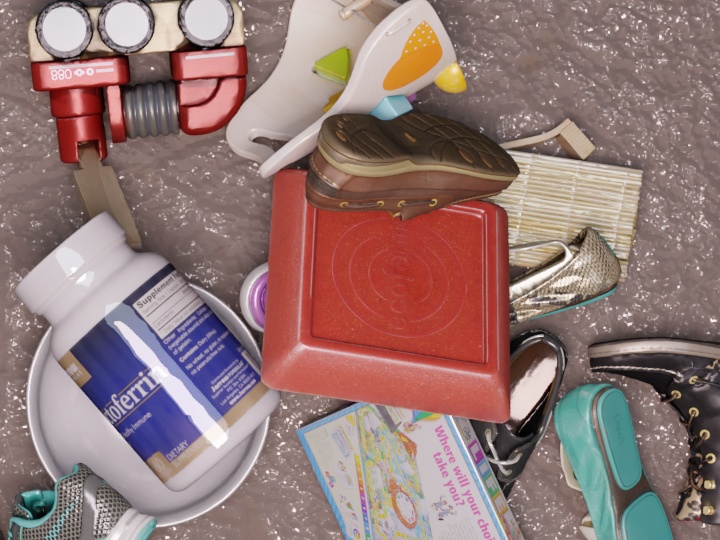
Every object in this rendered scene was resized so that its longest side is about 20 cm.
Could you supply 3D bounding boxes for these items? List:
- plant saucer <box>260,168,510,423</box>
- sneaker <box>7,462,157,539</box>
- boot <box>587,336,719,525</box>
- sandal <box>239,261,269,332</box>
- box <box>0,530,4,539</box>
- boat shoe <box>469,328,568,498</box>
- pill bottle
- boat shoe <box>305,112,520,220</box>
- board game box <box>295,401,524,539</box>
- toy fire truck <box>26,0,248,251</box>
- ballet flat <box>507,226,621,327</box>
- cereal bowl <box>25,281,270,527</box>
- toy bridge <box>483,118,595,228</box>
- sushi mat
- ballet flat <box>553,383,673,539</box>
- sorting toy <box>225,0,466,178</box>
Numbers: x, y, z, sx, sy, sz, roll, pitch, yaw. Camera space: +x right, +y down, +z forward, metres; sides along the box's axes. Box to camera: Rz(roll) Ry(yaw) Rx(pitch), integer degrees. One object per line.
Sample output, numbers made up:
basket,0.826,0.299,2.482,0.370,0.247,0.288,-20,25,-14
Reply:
plant saucer,0.027,0.010,1.438,0.198,0.037,0.201,9,57,-11
sneaker,-0.246,0.215,1.446,0.200,0.078,0.091,-37,96,32
boot,0.284,0.136,1.554,0.198,0.073,0.152,7,86,-11
sandal,0.002,0.007,1.489,0.201,0.050,0.083,-23,107,-14
box,-0.405,0.188,1.490,0.198,0.048,0.160,-19,89,-6
boat shoe,0.111,0.141,1.536,0.071,0.068,0.201,28,90,-5
pill bottle,-0.164,0.059,1.405,0.116,0.116,0.200,-41,91,-6
boat shoe,0.038,-0.077,1.433,0.199,0.072,0.068,0,131,-41
board game box,0.048,0.194,1.514,0.134,0.034,0.201,-24,91,23
toy fire truck,-0.176,-0.123,1.500,0.174,0.129,0.202,-5,100,-7
ballet flat,0.117,0.021,1.526,0.199,0.068,0.076,-28,108,9
cereal bowl,-0.171,0.105,1.500,0.198,0.083,0.202,0,88,-6
toy bridge,0.105,-0.061,1.563,0.200,0.027,0.067,-42,92,-6
sushi mat,0.137,-0.051,1.545,0.198,0.012,0.097,8,89,-6
ballet flat,0.210,0.189,1.542,0.067,0.070,0.202,-25,102,-39
sorting toy,-0.026,-0.147,1.494,0.180,0.200,0.107,-39,116,-4
